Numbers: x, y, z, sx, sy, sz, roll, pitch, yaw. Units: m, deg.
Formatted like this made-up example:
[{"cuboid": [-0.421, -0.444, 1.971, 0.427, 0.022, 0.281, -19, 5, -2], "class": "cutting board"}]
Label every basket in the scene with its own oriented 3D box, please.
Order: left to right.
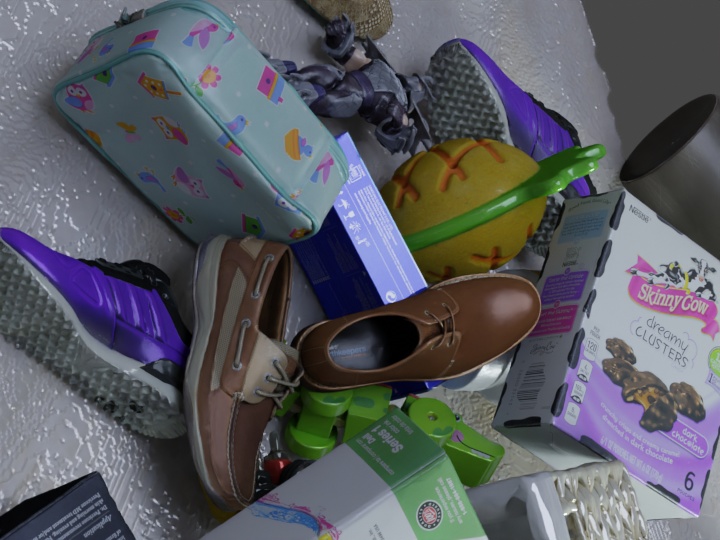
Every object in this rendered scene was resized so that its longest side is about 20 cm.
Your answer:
[{"cuboid": [0.110, 0.222, 1.627, 0.123, 0.200, 0.136, -11, 83, -46], "class": "basket"}, {"cuboid": [0.332, -0.044, 1.937, 0.200, 0.136, 0.181, 46, 49, -13], "class": "basket"}]

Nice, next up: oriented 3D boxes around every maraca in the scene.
[{"cuboid": [0.095, -0.054, 1.707, 0.107, 0.199, 0.137, 65, 19, -13], "class": "maraca"}]

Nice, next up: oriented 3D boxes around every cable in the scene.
[{"cuboid": [-0.066, 0.213, 1.597, 0.097, 0.050, 0.201, -4, 88, -35], "class": "cable"}]

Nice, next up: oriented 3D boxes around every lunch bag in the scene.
[{"cuboid": [-0.117, -0.102, 1.580, 0.200, 0.160, 0.077, 48, 57, -23], "class": "lunch bag"}]

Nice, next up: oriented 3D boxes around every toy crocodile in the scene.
[{"cuboid": [0.010, 0.109, 1.639, 0.199, 0.068, 0.062, 18, 44, -1], "class": "toy crocodile"}]

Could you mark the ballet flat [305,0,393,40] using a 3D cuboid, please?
[{"cuboid": [-0.036, -0.259, 1.754, 0.200, 0.065, 0.071, 38, 55, -23], "class": "ballet flat"}]

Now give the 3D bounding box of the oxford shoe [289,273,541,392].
[{"cuboid": [0.052, 0.047, 1.598, 0.199, 0.071, 0.072, -16, 88, -23], "class": "oxford shoe"}]

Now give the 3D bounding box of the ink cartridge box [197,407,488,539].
[{"cuboid": [-0.014, 0.212, 1.482, 0.200, 0.084, 0.145, -32, 121, -11], "class": "ink cartridge box"}]

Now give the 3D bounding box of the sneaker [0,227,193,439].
[{"cuboid": [-0.184, 0.023, 1.546, 0.200, 0.069, 0.100, 45, 48, -25], "class": "sneaker"}]

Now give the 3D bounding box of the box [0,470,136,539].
[{"cuboid": [-0.216, 0.262, 1.411, 0.200, 0.104, 0.183, -34, 96, -40], "class": "box"}]

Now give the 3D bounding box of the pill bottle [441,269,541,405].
[{"cuboid": [0.150, 0.055, 1.767, 0.199, 0.111, 0.112, 3, 73, -37], "class": "pill bottle"}]

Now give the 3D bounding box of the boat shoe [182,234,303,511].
[{"cuboid": [-0.079, 0.068, 1.548, 0.076, 0.071, 0.201, 42, 46, -68], "class": "boat shoe"}]

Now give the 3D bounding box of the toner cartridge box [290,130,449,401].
[{"cuboid": [0.000, 0.000, 1.673, 0.043, 0.095, 0.201, -29, 95, -27], "class": "toner cartridge box"}]

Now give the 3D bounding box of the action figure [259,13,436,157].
[{"cuboid": [-0.015, -0.140, 1.716, 0.199, 0.070, 0.130, -6, 45, -41], "class": "action figure"}]

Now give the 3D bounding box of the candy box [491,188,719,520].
[{"cuboid": [0.207, 0.066, 1.693, 0.167, 0.071, 0.201, 32, 65, -30], "class": "candy box"}]

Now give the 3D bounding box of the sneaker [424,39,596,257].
[{"cuboid": [0.131, -0.113, 1.835, 0.201, 0.069, 0.100, 57, 42, -13], "class": "sneaker"}]
